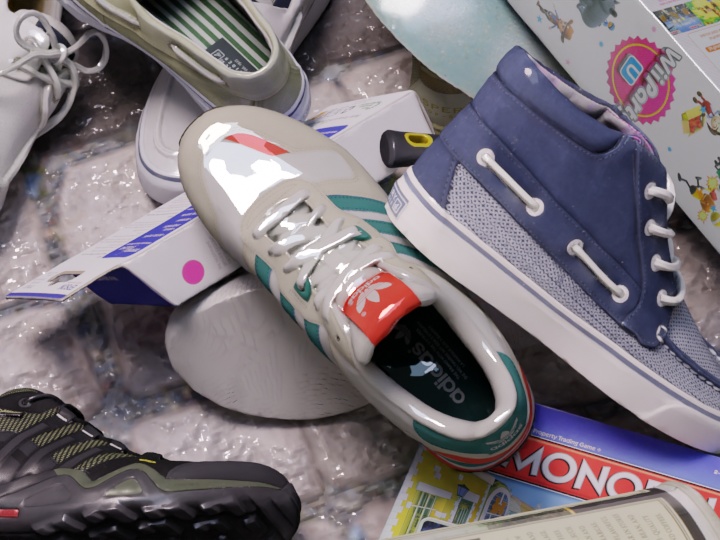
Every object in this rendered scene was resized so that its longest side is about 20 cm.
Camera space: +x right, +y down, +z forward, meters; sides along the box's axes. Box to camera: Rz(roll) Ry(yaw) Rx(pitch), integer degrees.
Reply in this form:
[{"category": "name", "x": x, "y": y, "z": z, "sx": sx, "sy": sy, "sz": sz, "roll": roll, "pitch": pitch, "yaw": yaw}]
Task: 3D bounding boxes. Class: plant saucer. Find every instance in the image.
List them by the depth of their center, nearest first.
[{"category": "plant saucer", "x": 0.083, "y": -0.160, "z": 0.967, "sx": 0.199, "sy": 0.039, "sz": 0.202, "roll": 19, "pitch": 46, "yaw": -21}]

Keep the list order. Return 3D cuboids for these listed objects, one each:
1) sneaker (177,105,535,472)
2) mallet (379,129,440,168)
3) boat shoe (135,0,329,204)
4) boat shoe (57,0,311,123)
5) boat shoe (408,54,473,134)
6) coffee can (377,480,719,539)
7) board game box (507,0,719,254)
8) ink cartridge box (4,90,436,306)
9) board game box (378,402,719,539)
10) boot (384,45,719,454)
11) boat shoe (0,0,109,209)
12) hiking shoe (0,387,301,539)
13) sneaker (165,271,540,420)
[{"category": "sneaker", "x": 0.000, "y": 0.001, "z": 0.790, "sx": 0.070, "sy": 0.093, "sz": 0.200, "roll": -42, "pitch": 84, "yaw": -4}, {"category": "mallet", "x": 0.103, "y": -0.061, "z": 0.910, "sx": 0.198, "sy": 0.041, "sz": 0.066, "roll": 7, "pitch": 46, "yaw": -16}, {"category": "boat shoe", "x": -0.069, "y": -0.123, "z": 0.993, "sx": 0.073, "sy": 0.066, "sz": 0.201, "roll": 10, "pitch": 53, "yaw": 12}, {"category": "boat shoe", "x": -0.097, "y": -0.142, "z": 0.934, "sx": 0.200, "sy": 0.062, "sz": 0.072, "roll": 40, "pitch": 71, "yaw": 22}, {"category": "boat shoe", "x": 0.056, "y": -0.156, "z": 1.010, "sx": 0.072, "sy": 0.063, "sz": 0.202, "roll": 5, "pitch": 52, "yaw": 9}, {"category": "coffee can", "x": 0.030, "y": 0.162, "z": 0.658, "sx": 0.198, "sy": 0.147, "sz": 0.147, "roll": -9, "pitch": 51, "yaw": -10}, {"category": "board game box", "x": 0.168, "y": -0.112, "z": 0.903, "sx": 0.147, "sy": 0.064, "sz": 0.201, "roll": -19, "pitch": 62, "yaw": -41}, {"category": "ink cartridge box", "x": -0.065, "y": -0.024, "z": 0.895, "sx": 0.199, "sy": 0.037, "sz": 0.094, "roll": -30, "pitch": 12, "yaw": -23}, {"category": "board game box", "x": 0.107, "y": 0.131, "z": 0.799, "sx": 0.198, "sy": 0.029, "sz": 0.135, "roll": 15, "pitch": 55, "yaw": 16}, {"category": "boot", "x": 0.113, "y": -0.005, "z": 0.805, "sx": 0.091, "sy": 0.199, "sz": 0.073, "roll": -50, "pitch": 21, "yaw": 16}, {"category": "boat shoe", "x": -0.174, "y": -0.109, "z": 0.983, "sx": 0.085, "sy": 0.075, "sz": 0.203, "roll": -16, "pitch": 43, "yaw": 14}, {"category": "hiking shoe", "x": -0.125, "y": 0.087, "z": 0.823, "sx": 0.197, "sy": 0.076, "sz": 0.101, "roll": -1, "pitch": 46, "yaw": -5}, {"category": "sneaker", "x": 0.007, "y": 0.009, "z": 0.890, "sx": 0.198, "sy": 0.076, "sz": 0.089, "roll": -11, "pitch": 31, "yaw": -1}]
